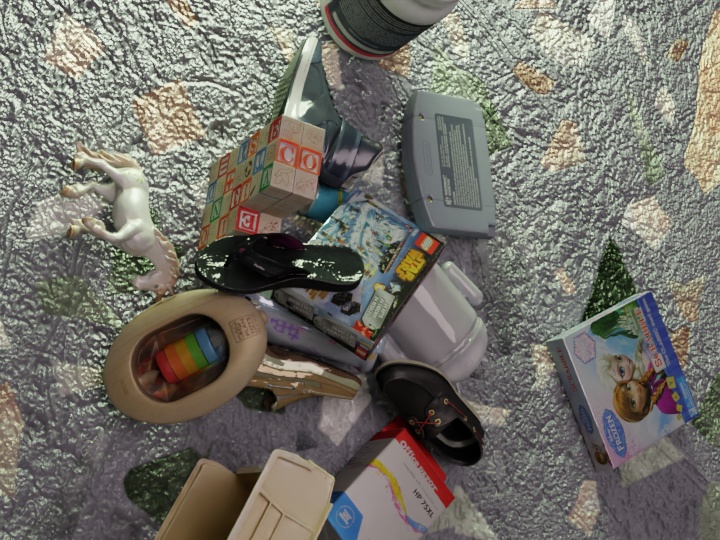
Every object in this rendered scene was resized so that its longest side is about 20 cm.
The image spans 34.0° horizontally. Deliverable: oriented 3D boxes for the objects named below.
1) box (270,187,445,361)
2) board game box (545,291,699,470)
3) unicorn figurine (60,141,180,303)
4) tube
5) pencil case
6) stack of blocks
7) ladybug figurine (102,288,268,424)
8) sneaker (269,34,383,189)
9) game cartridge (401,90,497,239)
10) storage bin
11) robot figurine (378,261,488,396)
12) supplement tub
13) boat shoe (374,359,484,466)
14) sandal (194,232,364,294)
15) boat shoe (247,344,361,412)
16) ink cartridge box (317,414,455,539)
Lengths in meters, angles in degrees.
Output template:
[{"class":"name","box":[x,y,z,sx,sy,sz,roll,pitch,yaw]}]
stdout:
[{"class":"box","box":[0.000,0.000,1.407,0.136,0.040,0.200,32,47,8]},{"class":"board game box","box":[0.385,0.158,1.714,0.198,0.041,0.202,-23,91,-32]},{"class":"unicorn figurine","box":[-0.271,-0.053,1.350,0.136,0.073,0.203,12,67,-39]},{"class":"tube","box":[0.015,-0.060,1.540,0.198,0.050,0.078,22,44,-27]},{"class":"pencil case","box":[-0.067,0.058,1.419,0.198,0.091,0.084,19,74,-13]},{"class":"stack of blocks","box":[-0.119,-0.091,1.377,0.058,0.199,0.117,16,70,-26]},{"class":"ladybug figurine","box":[-0.193,0.097,1.333,0.198,0.072,0.137,-23,85,-2]},{"class":"sneaker","box":[-0.038,-0.196,1.504,0.145,0.077,0.205,22,56,-18]},{"class":"game cartridge","box":[0.119,-0.145,1.621,0.131,0.041,0.203,4,72,-27]},{"class":"storage bin","box":[-0.141,0.295,1.275,0.093,0.199,0.200,37,63,-19]},{"class":"robot figurine","box":[0.087,0.066,1.515,0.169,0.113,0.201,-43,101,-18]},{"class":"supplement tub","box":[0.047,-0.373,1.541,0.139,0.199,0.143,7,75,-29]},{"class":"boat shoe","box":[0.092,0.179,1.484,0.201,0.073,0.064,43,29,-36]},{"class":"sandal","box":[-0.089,-0.016,1.326,0.198,0.048,0.076,0,52,-21]},{"class":"boat shoe","box":[-0.096,0.135,1.426,0.198,0.072,0.077,18,84,-18]},{"class":"ink cartridge box","box":[0.035,0.280,1.462,0.200,0.067,0.117,-43,101,-31]}]
